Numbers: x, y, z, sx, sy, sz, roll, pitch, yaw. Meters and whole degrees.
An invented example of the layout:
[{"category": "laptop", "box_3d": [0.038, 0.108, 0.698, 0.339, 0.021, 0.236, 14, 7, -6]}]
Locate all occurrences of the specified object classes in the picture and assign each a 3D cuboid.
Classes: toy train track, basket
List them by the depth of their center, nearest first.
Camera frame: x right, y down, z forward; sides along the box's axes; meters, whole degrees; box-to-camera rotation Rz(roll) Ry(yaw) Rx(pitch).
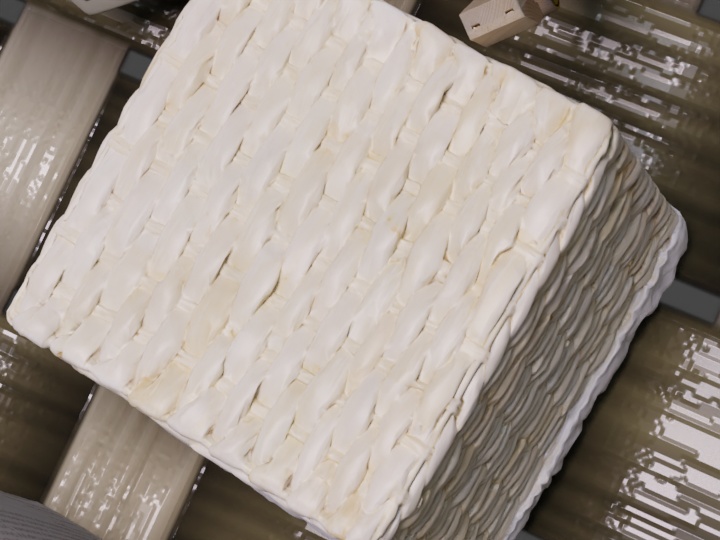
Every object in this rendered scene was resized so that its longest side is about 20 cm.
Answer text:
[{"category": "basket", "box_3d": [0.000, 0.000, 0.780, 0.197, 0.161, 0.201, 30, 84, 20]}, {"category": "toy train track", "box_3d": [0.082, -0.122, 0.784, 0.114, 0.200, 0.033, -21, 104, 25]}]

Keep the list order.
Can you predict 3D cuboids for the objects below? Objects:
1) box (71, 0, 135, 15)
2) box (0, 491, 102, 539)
[{"category": "box", "box_3d": [-0.072, -0.207, 0.801, 0.198, 0.128, 0.110, -12, 54, 33]}, {"category": "box", "box_3d": [-0.166, 0.195, 0.755, 0.130, 0.200, 0.200, 27, 84, 20]}]
